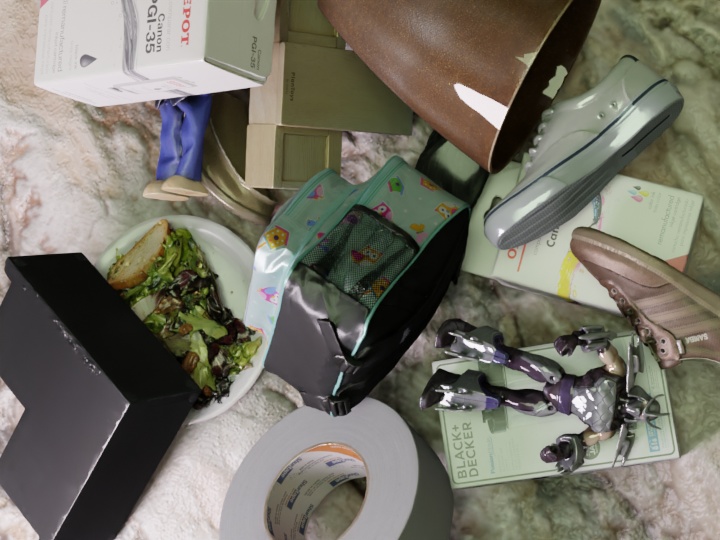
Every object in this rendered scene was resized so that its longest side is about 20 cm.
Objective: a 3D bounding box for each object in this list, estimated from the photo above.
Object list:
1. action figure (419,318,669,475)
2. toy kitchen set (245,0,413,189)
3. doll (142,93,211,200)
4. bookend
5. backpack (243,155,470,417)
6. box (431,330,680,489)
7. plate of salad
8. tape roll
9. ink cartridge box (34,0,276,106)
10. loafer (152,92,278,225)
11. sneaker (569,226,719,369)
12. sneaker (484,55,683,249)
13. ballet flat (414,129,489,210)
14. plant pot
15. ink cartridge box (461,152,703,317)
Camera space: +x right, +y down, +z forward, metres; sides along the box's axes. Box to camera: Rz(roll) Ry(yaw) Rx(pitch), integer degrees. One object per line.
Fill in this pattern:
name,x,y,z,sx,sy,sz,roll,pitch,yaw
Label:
action figure,0.156,0.099,1.182,0.200,0.069,0.130,12,99,20
toy kitchen set,-0.068,-0.177,1.328,0.180,0.163,0.201,6,95,46
doll,-0.154,-0.166,1.266,0.136,0.048,0.201,-7,79,56
bookend,-0.276,0.123,1.326,0.199,0.092,0.200,44,117,26
backpack,0.000,0.000,1.227,0.153,0.176,0.200,38,58,18
box,0.170,0.122,1.246,0.200,0.060,0.117,-9,82,13
plate of salad,-0.178,0.046,1.346,0.200,0.048,0.201,-1,84,13
tape roll,-0.022,0.208,1.230,0.200,0.066,0.201,-20,47,23
ink cartridge box,-0.173,-0.225,1.205,0.200,0.083,0.147,-2,81,36
loafer,-0.134,-0.132,1.339,0.067,0.076,0.200,-38,77,14
sneaker,0.247,0.038,1.164,0.200,0.070,0.076,32,93,14
sneaker,0.174,-0.098,1.193,0.200,0.073,0.071,-39,66,-6
ballet flat,0.095,-0.122,1.303,0.066,0.057,0.200,18,95,8
plant pot,0.071,-0.209,1.192,0.200,0.187,0.187,30,92,12
ink cartridge box,0.188,-0.031,1.253,0.200,0.067,0.117,15,88,15
